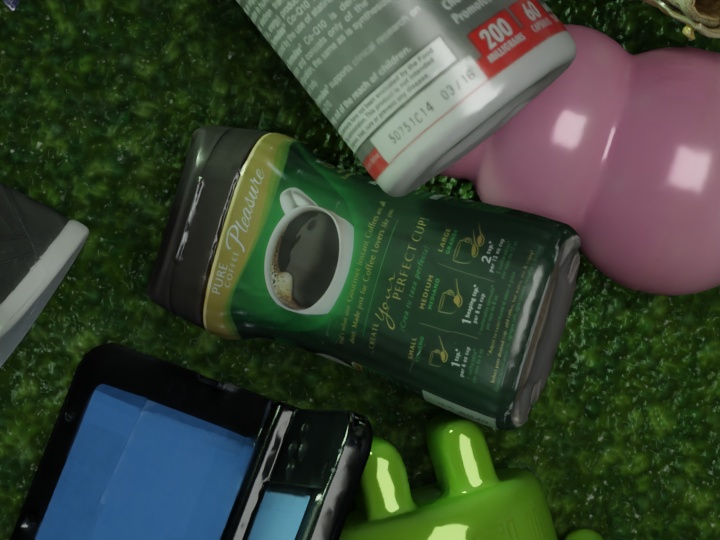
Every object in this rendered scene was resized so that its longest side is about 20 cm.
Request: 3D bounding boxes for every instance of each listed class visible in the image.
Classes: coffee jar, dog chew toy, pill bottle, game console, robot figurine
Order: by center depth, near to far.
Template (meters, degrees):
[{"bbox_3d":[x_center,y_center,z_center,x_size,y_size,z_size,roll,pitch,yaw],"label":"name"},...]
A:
[{"bbox_3d":[-0.002,-0.145,1.391,0.114,0.114,0.200,-37,87,-8],"label":"pill bottle"},{"bbox_3d":[-0.096,0.143,1.415,0.116,0.176,0.201,22,82,-14],"label":"game console"},{"bbox_3d":[0.000,0.000,1.452,0.199,0.085,0.105,18,93,13],"label":"coffee jar"},{"bbox_3d":[0.050,0.174,1.472,0.174,0.116,0.201,-17,93,-8],"label":"robot figurine"},{"bbox_3d":[0.109,-0.066,1.487,0.199,0.125,0.125,19,86,-1],"label":"dog chew toy"}]

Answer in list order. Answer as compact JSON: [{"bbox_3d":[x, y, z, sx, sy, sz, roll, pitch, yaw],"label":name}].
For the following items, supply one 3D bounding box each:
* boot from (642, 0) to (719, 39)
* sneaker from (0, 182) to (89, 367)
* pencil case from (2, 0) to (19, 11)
[{"bbox_3d":[0.111,-0.155,1.455,0.199,0.155,0.073,-21,124,-20],"label":"boot"},{"bbox_3d":[-0.212,0.015,1.414,0.099,0.200,0.071,33,128,0],"label":"sneaker"},{"bbox_3d":[-0.250,-0.074,1.394,0.091,0.094,0.201,36,88,-5],"label":"pencil case"}]
